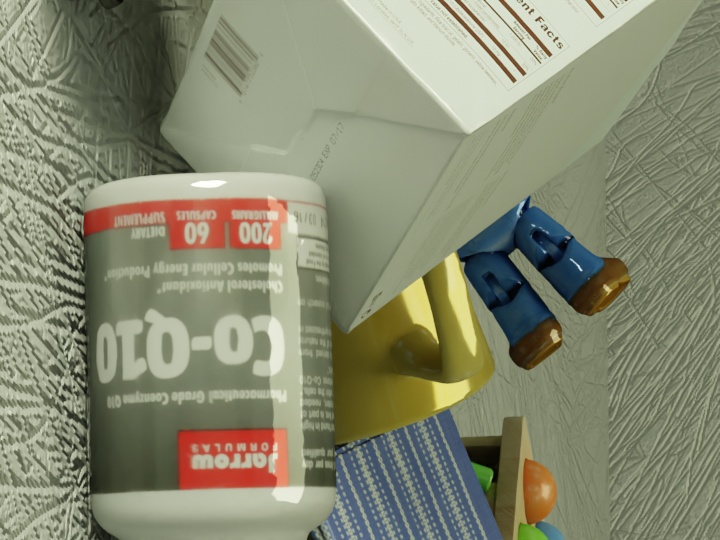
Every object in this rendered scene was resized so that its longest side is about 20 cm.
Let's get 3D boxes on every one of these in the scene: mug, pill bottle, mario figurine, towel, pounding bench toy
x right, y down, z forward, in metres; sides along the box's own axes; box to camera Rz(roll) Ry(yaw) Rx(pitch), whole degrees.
[{"bbox_3d":[-0.001,-0.002,1.458,0.149,0.185,0.154,-33,112,-57],"label":"mug"},{"bbox_3d":[-0.068,0.062,1.225,0.114,0.113,0.202,25,62,-77],"label":"pill bottle"},{"bbox_3d":[0.065,-0.045,1.545,0.200,0.123,0.106,52,-29,8],"label":"mario figurine"},{"bbox_3d":[0.029,0.153,1.456,0.146,0.024,0.200,67,25,2],"label":"towel"},{"bbox_3d":[0.041,0.150,1.646,0.125,0.155,0.201,-81,163,-48],"label":"pounding bench toy"}]

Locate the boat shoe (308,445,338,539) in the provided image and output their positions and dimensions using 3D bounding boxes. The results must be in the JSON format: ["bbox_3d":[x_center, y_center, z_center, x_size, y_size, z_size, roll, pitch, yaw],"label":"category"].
[{"bbox_3d":[-0.043,0.141,1.450,0.200,0.068,0.075,-83,166,-60],"label":"boat shoe"}]

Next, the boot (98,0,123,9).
[{"bbox_3d":[-0.033,-0.191,1.225,0.069,0.199,0.188,66,13,-3],"label":"boot"}]

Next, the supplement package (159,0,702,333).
[{"bbox_3d":[0.039,-0.114,1.293,0.200,0.147,0.191,-36,168,-32],"label":"supplement package"}]
